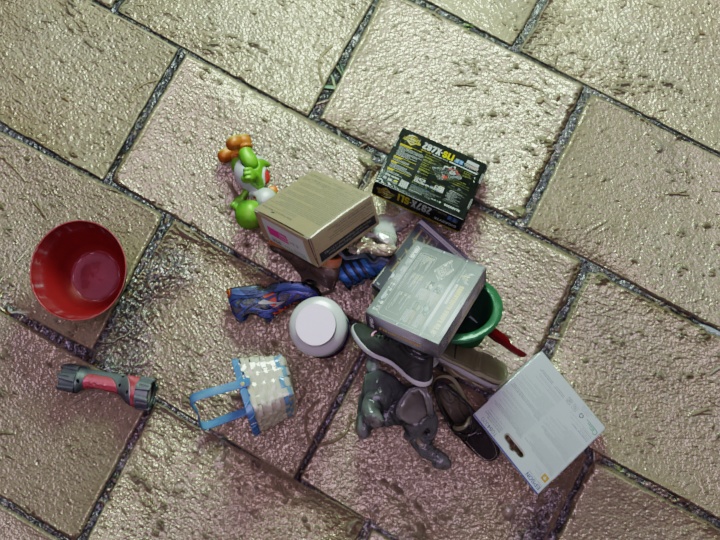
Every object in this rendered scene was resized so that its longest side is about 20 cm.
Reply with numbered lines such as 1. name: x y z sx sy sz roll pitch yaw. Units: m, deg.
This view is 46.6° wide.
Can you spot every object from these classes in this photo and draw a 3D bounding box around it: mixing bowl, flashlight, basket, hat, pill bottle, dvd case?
1. mixing bowl: -0.559 0.005 1.712 0.196 0.108 0.204 0 83 3
2. flashlight: -0.517 0.238 1.701 0.196 0.068 0.069 8 86 3
3. basket: -0.229 0.251 1.637 0.197 0.177 0.141 -19 67 -13
4. hat: 0.204 0.128 1.640 0.198 0.177 0.166 26 58 28
5. pill bottle: -0.078 0.112 1.627 0.110 0.200 0.115 0 82 3
6. dvd case: 0.129 0.008 1.667 0.148 0.016 0.201 41 58 -4

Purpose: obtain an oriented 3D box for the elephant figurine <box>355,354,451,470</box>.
1. elephant figurine: 0.095 0.279 1.645 0.197 0.142 0.157 10 124 -3

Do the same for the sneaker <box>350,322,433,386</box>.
1. sneaker: 0.069 0.131 1.623 0.199 0.070 0.100 33 126 27

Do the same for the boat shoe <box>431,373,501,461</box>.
1. boat shoe: 0.202 0.298 1.640 0.073 0.065 0.201 -38 91 21

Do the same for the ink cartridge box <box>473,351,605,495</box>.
1. ink cartridge box: 0.346 0.298 1.641 0.199 0.043 0.197 -37 83 -15

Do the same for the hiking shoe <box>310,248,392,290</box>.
1. hiking shoe: 0.000 0.000 1.710 0.197 0.074 0.088 9 91 14

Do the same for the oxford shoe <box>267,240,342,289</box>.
1. oxford shoe: -0.120 -0.017 1.685 0.199 0.071 0.074 23 115 43

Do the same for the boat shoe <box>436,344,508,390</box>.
1. boat shoe: 0.191 0.177 1.656 0.198 0.069 0.075 33 50 0

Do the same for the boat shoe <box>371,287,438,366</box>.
1. boat shoe: 0.092 0.108 1.687 0.072 0.060 0.203 -38 100 -35

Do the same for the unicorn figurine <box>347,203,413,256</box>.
1. unicorn figurine: 0.043 -0.088 1.697 0.135 0.074 0.202 0 48 2

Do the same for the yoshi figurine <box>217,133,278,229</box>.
1. yoshi figurine: -0.237 -0.169 1.726 0.111 0.112 0.202 -28 84 15

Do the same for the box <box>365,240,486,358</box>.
1. box: 0.125 0.050 1.567 0.157 0.049 0.201 22 57 23

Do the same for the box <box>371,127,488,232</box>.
1. box: 0.142 -0.186 1.701 0.198 0.050 0.161 24 57 5

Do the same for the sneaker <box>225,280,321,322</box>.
1. sneaker: -0.175 0.064 1.711 0.196 0.075 0.080 -6 91 10

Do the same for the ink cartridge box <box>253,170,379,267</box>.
1. ink cartridge box: -0.088 -0.106 1.644 0.164 0.076 0.199 -36 39 -22
